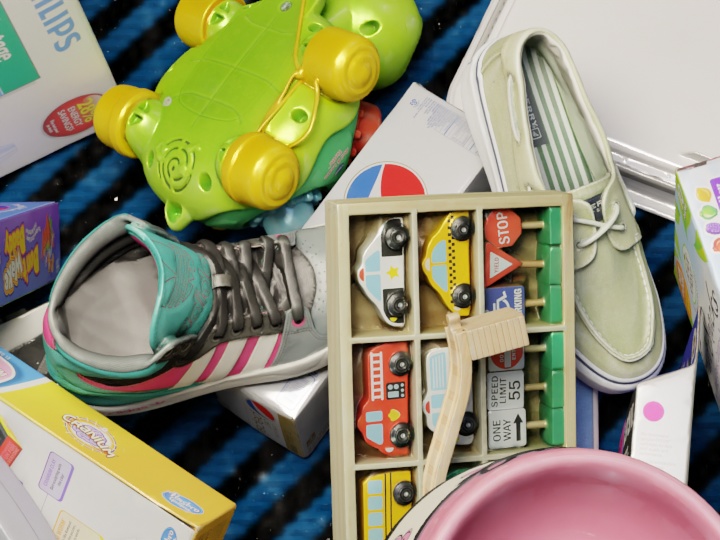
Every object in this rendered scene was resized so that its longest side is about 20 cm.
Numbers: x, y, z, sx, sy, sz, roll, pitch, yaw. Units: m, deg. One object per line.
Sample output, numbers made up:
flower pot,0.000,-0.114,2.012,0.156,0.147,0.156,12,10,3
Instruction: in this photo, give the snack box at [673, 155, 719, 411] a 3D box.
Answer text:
snack box,0.212,0.056,1.215,0.053,0.142,0.201,-15,67,0

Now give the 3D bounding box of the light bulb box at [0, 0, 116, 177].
light bulb box,-0.241,-0.178,1.325,0.124,0.198,0.200,-27,66,-4

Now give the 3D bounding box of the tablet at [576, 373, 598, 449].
tablet,0.064,0.078,1.251,0.130,0.014,0.201,3,80,-14

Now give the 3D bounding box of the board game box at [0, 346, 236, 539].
board game box,-0.177,0.133,1.225,0.200,0.040,0.153,32,116,17

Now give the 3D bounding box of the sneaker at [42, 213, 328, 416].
sneaker,-0.074,0.009,1.195,0.199,0.121,0.084,-20,71,4

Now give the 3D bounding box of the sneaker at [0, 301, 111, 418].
sneaker,-0.149,0.057,1.298,0.199,0.076,0.088,-25,82,-1

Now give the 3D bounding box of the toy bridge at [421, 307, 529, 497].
toy bridge,0.066,0.117,1.183,0.067,0.027,0.201,-16,102,-13

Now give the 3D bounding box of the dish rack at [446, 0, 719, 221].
dish rack,0.164,-0.125,1.351,0.199,0.044,0.172,22,70,13

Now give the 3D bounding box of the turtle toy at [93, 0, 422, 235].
turtle toy,-0.042,-0.096,1.323,0.145,0.101,0.200,24,69,41

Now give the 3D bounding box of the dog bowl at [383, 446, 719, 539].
dog bowl,0.100,0.171,1.099,0.199,0.074,0.201,3,68,-7

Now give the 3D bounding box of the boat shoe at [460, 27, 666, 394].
boat shoe,0.108,-0.031,1.242,0.072,0.062,0.201,-23,87,-18

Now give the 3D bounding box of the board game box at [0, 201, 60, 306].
board game box,-0.244,-0.007,1.254,0.134,0.200,0.045,-1,95,5

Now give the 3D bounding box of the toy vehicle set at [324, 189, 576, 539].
toy vehicle set,0.047,0.061,1.199,0.124,0.027,0.201,-4,98,-16

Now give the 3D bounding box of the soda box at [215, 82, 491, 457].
soda box,0.000,0.000,1.299,0.064,0.068,0.200,33,73,17

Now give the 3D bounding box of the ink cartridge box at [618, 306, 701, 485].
ink cartridge box,0.148,0.126,1.217,0.037,0.095,0.201,8,68,4

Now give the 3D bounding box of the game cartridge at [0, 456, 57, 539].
game cartridge,-0.221,0.144,1.208,0.133,0.042,0.200,-42,83,34
